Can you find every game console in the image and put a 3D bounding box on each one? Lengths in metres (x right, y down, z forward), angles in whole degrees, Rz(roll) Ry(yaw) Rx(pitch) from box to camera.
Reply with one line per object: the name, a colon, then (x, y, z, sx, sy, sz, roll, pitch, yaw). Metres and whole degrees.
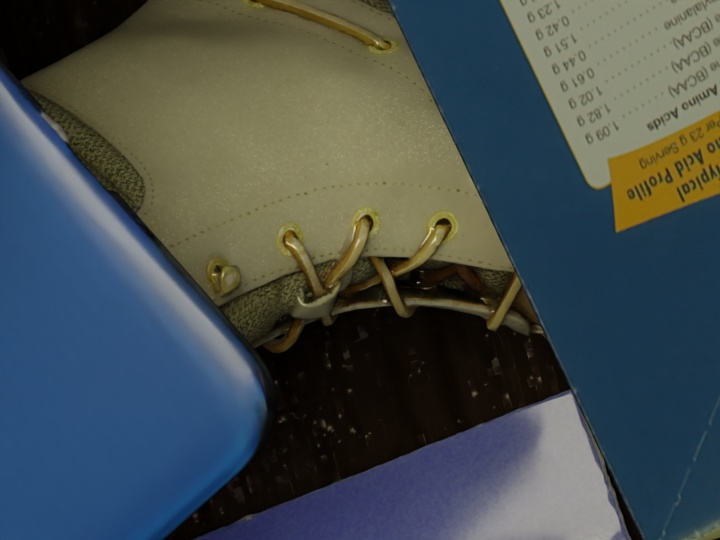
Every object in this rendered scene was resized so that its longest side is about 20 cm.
game console: (-0.127, 0.012, 0.704, 0.118, 0.171, 0.200, 36, 116, -28)

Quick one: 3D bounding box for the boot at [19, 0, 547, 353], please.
boot: (0.000, 0.000, 0.730, 0.200, 0.072, 0.155, 42, 53, 16)

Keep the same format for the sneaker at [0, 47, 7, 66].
sneaker: (-0.187, -0.022, 0.806, 0.200, 0.078, 0.140, -38, 79, 7)

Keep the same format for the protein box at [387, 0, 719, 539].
protein box: (0.123, -0.075, 0.624, 0.198, 0.135, 0.200, -30, 79, 27)

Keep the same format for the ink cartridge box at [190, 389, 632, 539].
ink cartridge box: (0.001, 0.159, 0.771, 0.197, 0.047, 0.200, -23, 84, 10)
